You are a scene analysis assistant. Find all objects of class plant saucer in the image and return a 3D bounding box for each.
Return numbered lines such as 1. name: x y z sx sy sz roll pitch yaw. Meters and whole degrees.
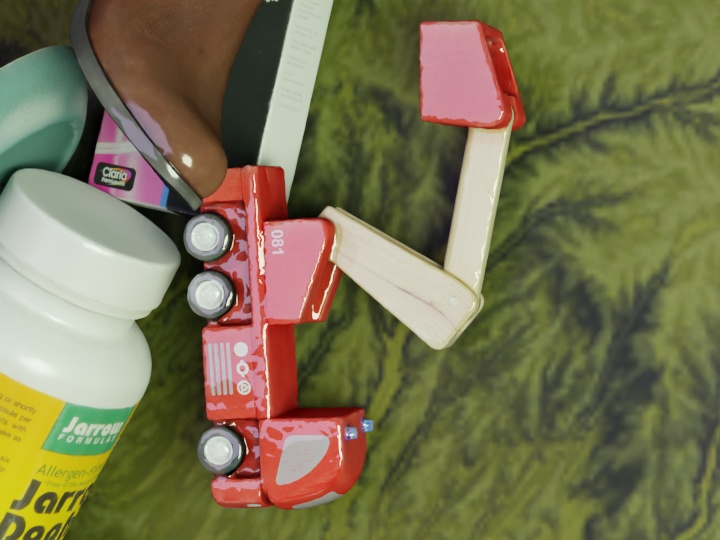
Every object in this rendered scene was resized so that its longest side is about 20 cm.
1. plant saucer: -0.192 -0.021 0.923 0.027 0.200 0.200 45 108 4

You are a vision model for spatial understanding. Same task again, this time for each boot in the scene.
1. boot: -0.022 -0.134 0.858 0.200 0.068 0.188 -26 44 9

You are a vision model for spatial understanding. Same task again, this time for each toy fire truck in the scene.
1. toy fire truck: 0.000 0.000 0.863 0.141 0.049 0.200 -3 91 15

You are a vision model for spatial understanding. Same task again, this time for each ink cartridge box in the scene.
1. ink cartridge box: -0.060 -0.121 0.940 0.095 0.037 0.200 12 87 33

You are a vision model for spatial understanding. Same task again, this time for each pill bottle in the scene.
1. pill bottle: -0.163 0.059 0.924 0.113 0.113 0.200 38 106 31
